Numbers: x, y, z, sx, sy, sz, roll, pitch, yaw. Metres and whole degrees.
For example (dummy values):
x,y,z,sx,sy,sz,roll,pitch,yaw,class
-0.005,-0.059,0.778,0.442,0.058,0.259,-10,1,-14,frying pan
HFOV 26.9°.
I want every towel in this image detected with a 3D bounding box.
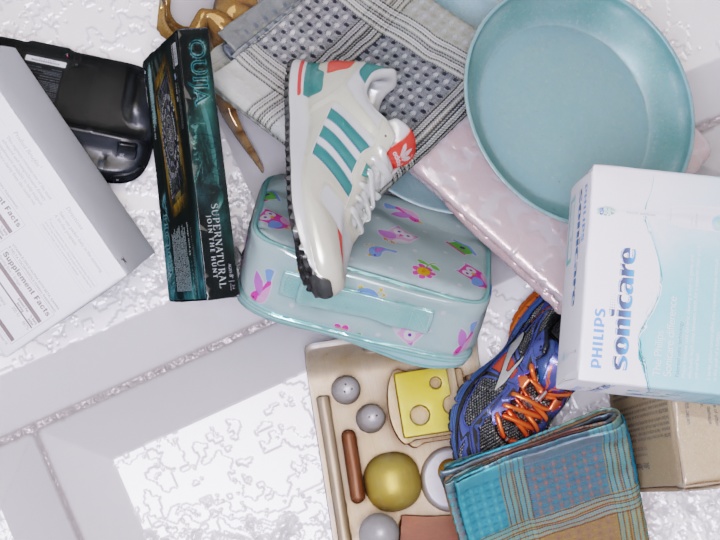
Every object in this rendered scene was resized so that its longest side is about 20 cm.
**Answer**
x,y,z,sx,sy,sz,roll,pitch,yaw,class
-0.005,-0.166,1.191,0.200,0.035,0.193,38,68,22,towel
0.155,-0.093,1.207,0.191,0.032,0.200,42,69,6,towel
0.151,0.208,1.155,0.146,0.022,0.200,-19,119,-5,towel

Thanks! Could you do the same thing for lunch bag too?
x,y,z,sx,sy,sz,roll,pitch,yaw,class
0.000,0.000,1.164,0.199,0.161,0.077,15,118,-4,lunch bag

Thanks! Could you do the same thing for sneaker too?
x,y,z,sx,sy,sz,roll,pitch,yaw,class
-0.005,-0.074,1.082,0.093,0.070,0.200,-5,56,2,sneaker
0.134,0.085,1.174,0.075,0.078,0.200,37,63,-16,sneaker

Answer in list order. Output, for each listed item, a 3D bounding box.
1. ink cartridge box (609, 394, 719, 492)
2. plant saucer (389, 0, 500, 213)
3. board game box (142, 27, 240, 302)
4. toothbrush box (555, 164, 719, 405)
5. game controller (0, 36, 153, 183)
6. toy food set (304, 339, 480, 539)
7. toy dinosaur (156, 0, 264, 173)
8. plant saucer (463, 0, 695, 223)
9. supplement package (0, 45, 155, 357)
x,y,z,sx,sy,sz,roll,pitch,yaw,class
0.244,0.084,1.149,0.075,0.200,0.165,-6,82,-4,ink cartridge box
0.073,-0.136,1.245,0.200,0.039,0.202,3,73,-9,plant saucer
-0.133,-0.076,1.164,0.028,0.135,0.201,-6,91,-19,board game box
0.240,0.016,1.016,0.199,0.085,0.147,5,81,-3,toothbrush box
-0.265,-0.136,1.233,0.199,0.042,0.105,12,66,-3,game controller
0.041,0.147,1.194,0.143,0.060,0.201,-8,82,-6,toy food set
-0.114,-0.191,1.237,0.106,0.060,0.201,10,80,-4,toy dinosaur
0.165,-0.125,1.172,0.199,0.036,0.201,5,75,-20,plant saucer
-0.262,-0.058,1.131,0.111,0.156,0.200,-33,96,3,supplement package
